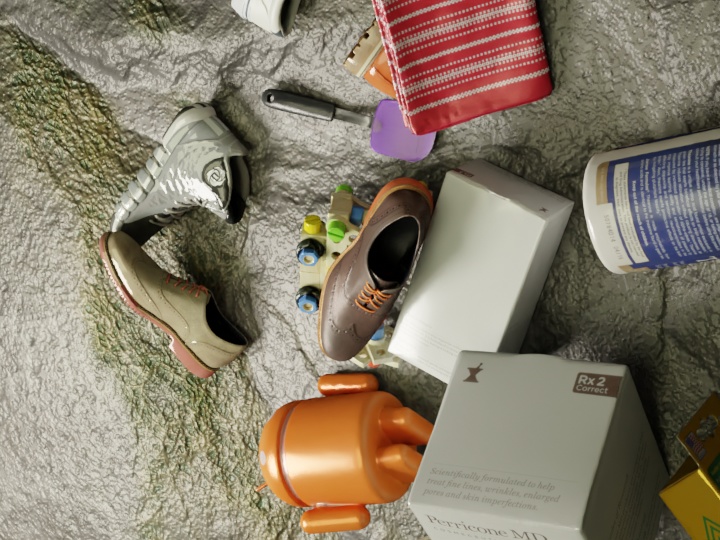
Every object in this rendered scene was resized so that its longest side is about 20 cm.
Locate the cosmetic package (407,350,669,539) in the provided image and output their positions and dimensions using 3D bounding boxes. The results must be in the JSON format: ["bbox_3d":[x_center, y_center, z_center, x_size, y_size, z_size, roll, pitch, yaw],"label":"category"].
[{"bbox_3d":[0.167,0.197,1.215,0.164,0.166,0.200,3,144,30],"label":"cosmetic package"}]

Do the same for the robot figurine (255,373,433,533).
[{"bbox_3d":[-0.022,0.188,1.396,0.199,0.116,0.145,-9,99,31],"label":"robot figurine"}]

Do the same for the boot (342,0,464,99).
[{"bbox_3d":[0.083,-0.240,1.258,0.107,0.075,0.200,37,114,-6],"label":"boot"}]

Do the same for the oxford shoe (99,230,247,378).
[{"bbox_3d":[-0.200,0.024,1.467,0.075,0.071,0.200,-30,114,25],"label":"oxford shoe"}]

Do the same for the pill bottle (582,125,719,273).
[{"bbox_3d":[0.300,-0.065,1.148,0.199,0.111,0.112,-10,98,31],"label":"pill bottle"}]

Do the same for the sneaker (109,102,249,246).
[{"bbox_3d":[-0.186,-0.071,1.446,0.115,0.075,0.200,41,119,11],"label":"sneaker"}]

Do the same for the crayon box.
[{"bbox_3d":[0.341,0.218,1.194,0.052,0.126,0.201,-40,82,32],"label":"crayon box"}]

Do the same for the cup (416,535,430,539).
[{"bbox_3d":[0.106,0.385,1.354,0.199,0.201,0.144,17,139,25],"label":"cup"}]

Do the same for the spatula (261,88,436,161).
[{"bbox_3d":[-0.016,-0.155,1.355,0.199,0.021,0.057,16,99,28],"label":"spatula"}]

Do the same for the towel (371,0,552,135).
[{"bbox_3d":[0.087,-0.230,1.214,0.144,0.023,0.201,-15,115,4],"label":"towel"}]

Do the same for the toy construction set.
[{"bbox_3d":[0.000,0.000,1.357,0.130,0.092,0.201,5,115,2],"label":"toy construction set"}]

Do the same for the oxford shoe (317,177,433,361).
[{"bbox_3d":[0.007,0.010,1.268,0.071,0.073,0.201,20,116,-7],"label":"oxford shoe"}]

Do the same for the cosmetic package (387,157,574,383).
[{"bbox_3d":[0.114,0.007,1.293,0.112,0.081,0.201,29,115,20],"label":"cosmetic package"}]

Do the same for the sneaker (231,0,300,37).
[{"bbox_3d":[-0.056,-0.319,1.313,0.071,0.073,0.201,35,127,7],"label":"sneaker"}]
